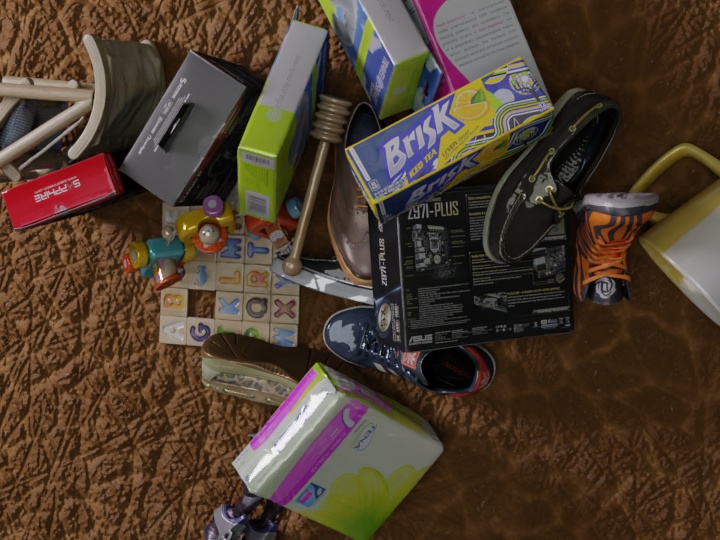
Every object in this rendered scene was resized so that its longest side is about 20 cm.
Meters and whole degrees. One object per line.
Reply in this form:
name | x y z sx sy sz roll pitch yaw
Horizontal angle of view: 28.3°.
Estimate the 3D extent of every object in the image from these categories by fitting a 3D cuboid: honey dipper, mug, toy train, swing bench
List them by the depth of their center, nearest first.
mug | 0.382 -0.046 1.480 0.153 0.149 0.187 -45 94 4
honey dipper | -0.053 -0.091 1.548 0.038 0.038 0.201 18 100 8
swing bench | -0.327 -0.173 1.565 0.199 0.199 0.130 -12 95 12
toy train | -0.161 -0.023 1.575 0.200 0.150 0.056 -26 69 19

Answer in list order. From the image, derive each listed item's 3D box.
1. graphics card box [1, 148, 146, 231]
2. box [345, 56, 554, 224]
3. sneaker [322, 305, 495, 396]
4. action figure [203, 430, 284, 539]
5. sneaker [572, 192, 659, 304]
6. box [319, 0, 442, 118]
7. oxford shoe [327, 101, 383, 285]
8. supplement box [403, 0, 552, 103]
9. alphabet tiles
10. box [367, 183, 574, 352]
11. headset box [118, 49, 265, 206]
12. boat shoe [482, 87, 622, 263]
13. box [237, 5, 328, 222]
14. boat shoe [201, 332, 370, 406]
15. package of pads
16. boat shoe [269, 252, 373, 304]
graphics card box | -0.293 -0.093 1.567 0.125 0.200 0.051 -20 93 13
box | 0.089 -0.128 1.412 0.200 0.064 0.070 -28 72 -2
sneaker | 0.051 0.089 1.583 0.199 0.085 0.075 13 99 9
action figure | -0.098 0.249 1.626 0.130 0.069 0.200 16 115 -31
sneaker | 0.261 -0.021 1.461 0.077 0.200 0.112 0 88 3
box | 0.014 -0.255 1.498 0.048 0.122 0.200 -22 73 -14
oxford shoe | 0.000 -0.085 1.544 0.071 0.073 0.201 -4 75 -7
supplement box | 0.117 -0.216 1.511 0.101 0.103 0.201 -22 93 -15
alphabet tiles | -0.150 -0.009 1.649 0.167 0.008 0.201 4 98 10
box | 0.117 -0.008 1.515 0.199 0.086 0.164 -7 97 -20
headset box | -0.167 -0.149 1.533 0.077 0.200 0.149 34 99 9
boat shoe | 0.194 -0.093 1.451 0.072 0.061 0.202 30 89 -33
box | -0.079 -0.166 1.510 0.048 0.122 0.200 16 59 6
boat shoe | -0.086 0.126 1.626 0.199 0.073 0.063 17 123 13
package of pads | -0.018 0.198 1.558 0.155 0.200 0.068 -50 43 7
boat shoe | 0.000 0.000 1.588 0.199 0.074 0.068 14 91 16
